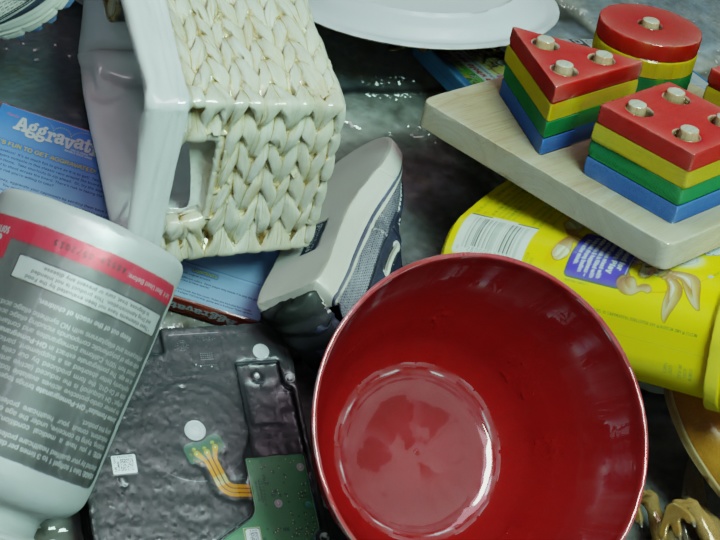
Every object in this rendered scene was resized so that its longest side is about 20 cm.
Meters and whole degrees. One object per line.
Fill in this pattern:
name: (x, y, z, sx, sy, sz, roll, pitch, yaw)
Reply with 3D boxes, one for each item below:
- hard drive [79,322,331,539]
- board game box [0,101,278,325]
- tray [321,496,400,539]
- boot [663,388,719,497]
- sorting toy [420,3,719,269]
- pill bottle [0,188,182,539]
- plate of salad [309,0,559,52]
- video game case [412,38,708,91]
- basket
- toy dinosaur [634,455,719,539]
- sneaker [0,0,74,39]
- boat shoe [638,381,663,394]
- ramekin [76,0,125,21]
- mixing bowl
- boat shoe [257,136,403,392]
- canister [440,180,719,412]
hard drive: (-0.094, 0.128, 0.940, 0.140, 0.038, 0.200, -4, 60, -21)
board game box: (-0.150, -0.034, 1.033, 0.200, 0.019, 0.103, 18, 57, -7)
tray: (0.059, 0.099, 1.019, 0.107, 0.022, 0.200, 32, 54, 2)
boot: (0.296, 0.109, 0.989, 0.201, 0.144, 0.071, 47, 32, -13)
sorting toy: (0.179, -0.100, 1.012, 0.200, 0.070, 0.199, -21, 43, -40)
pill bottle: (-0.182, 0.066, 0.872, 0.111, 0.111, 0.200, 23, 81, -4)
plate of salad: (0.041, -0.186, 1.152, 0.200, 0.048, 0.200, 5, 28, -3)
video game case: (0.154, -0.136, 1.158, 0.200, 0.018, 0.143, -1, 28, -20)
basket: (-0.096, -0.116, 0.992, 0.123, 0.136, 0.200, -2, 46, -20)
toy dinosaur: (0.210, 0.163, 1.022, 0.106, 0.060, 0.200, 33, 42, -37)
sneaker: (-0.246, -0.176, 0.980, 0.085, 0.200, 0.077, 31, 29, -55)
boat shoe: (0.175, -0.012, 1.104, 0.072, 0.060, 0.202, -12, 64, -25)
ramekin: (-0.141, -0.262, 1.127, 0.200, 0.105, 0.200, 9, 58, -14)
mixing bowl: (0.052, 0.098, 0.923, 0.200, 0.108, 0.200, 4, 76, -19)
boat shoe: (0.000, 0.000, 1.043, 0.093, 0.075, 0.200, 54, 35, -22)
canister: (0.164, 0.009, 0.997, 0.200, 0.087, 0.149, 15, 26, 24)
